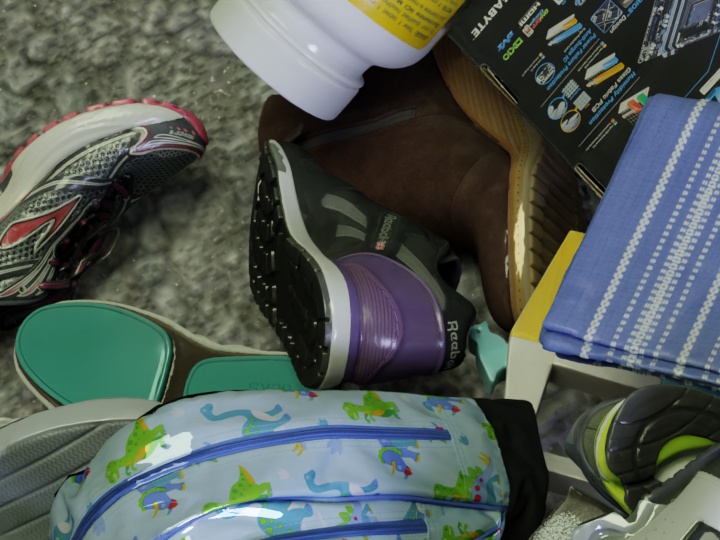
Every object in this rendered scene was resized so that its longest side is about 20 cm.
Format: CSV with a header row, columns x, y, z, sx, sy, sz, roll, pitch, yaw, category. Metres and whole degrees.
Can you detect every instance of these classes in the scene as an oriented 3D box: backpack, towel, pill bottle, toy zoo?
x,y,z,sx,sy,sz,roll,pitch,yaw,category
-0.036,0.120,1.198,0.163,0.200,0.154,-44,39,36,backpack
0.189,-0.002,1.173,0.200,0.024,0.145,14,61,25,towel
0.019,-0.177,1.385,0.200,0.112,0.113,-48,51,13,pill bottle
0.147,0.056,1.284,0.199,0.020,0.131,16,60,7,toy zoo

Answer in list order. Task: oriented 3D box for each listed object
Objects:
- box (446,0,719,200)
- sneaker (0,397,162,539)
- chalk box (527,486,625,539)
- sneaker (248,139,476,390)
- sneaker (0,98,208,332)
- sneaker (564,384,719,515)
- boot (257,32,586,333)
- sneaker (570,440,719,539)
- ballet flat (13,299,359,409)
x,y,z,sx,sy,sz,roll,pitch,yaw,category
0.162,-0.127,1.301,0.200,0.050,0.199,-49,48,10,box
-0.172,0.098,1.356,0.200,0.073,0.071,-19,29,17,sneaker
0.138,0.209,1.153,0.200,0.124,0.124,32,69,33,chalk box
0.000,0.000,1.345,0.087,0.076,0.200,1,29,-15,sneaker
-0.164,-0.019,1.456,0.200,0.081,0.075,-34,66,3,sneaker
0.176,0.100,1.197,0.074,0.200,0.081,-62,21,-5,sneaker
0.027,-0.033,1.415,0.166,0.072,0.200,-18,52,22,boot
0.137,0.129,1.090,0.200,0.074,0.089,-30,51,7,sneaker
-0.083,0.063,1.372,0.200,0.069,0.070,9,59,30,ballet flat
